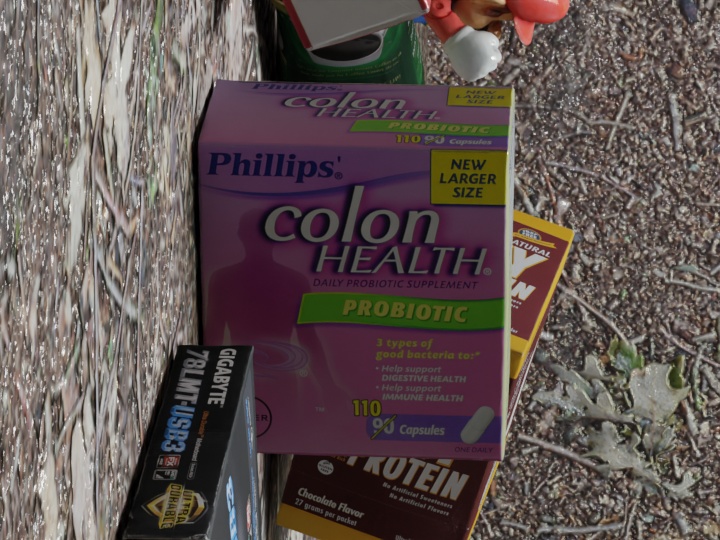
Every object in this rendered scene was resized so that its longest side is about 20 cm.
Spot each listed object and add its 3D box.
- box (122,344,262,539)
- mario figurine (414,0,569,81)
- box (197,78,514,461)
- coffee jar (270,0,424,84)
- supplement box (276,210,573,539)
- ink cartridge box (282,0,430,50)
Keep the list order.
[{"bbox_3d":[-0.085,0.171,1.514,0.199,0.049,0.201,-81,171,-64],"label":"box"},{"bbox_3d":[0.049,-0.189,2.077,0.106,0.199,0.124,66,27,-79],"label":"mario figurine"},{"bbox_3d":[0.000,0.000,1.682,0.097,0.175,0.201,-80,171,-64],"label":"box"},{"bbox_3d":[-0.011,-0.172,1.932,0.200,0.104,0.086,86,0,-59],"label":"coffee jar"},{"bbox_3d":[0.047,0.074,2.077,0.197,0.132,0.201,-62,169,-60],"label":"supplement box"},{"bbox_3d":[-0.014,-0.245,1.727,0.200,0.083,0.147,-81,150,-59],"label":"ink cartridge box"}]
